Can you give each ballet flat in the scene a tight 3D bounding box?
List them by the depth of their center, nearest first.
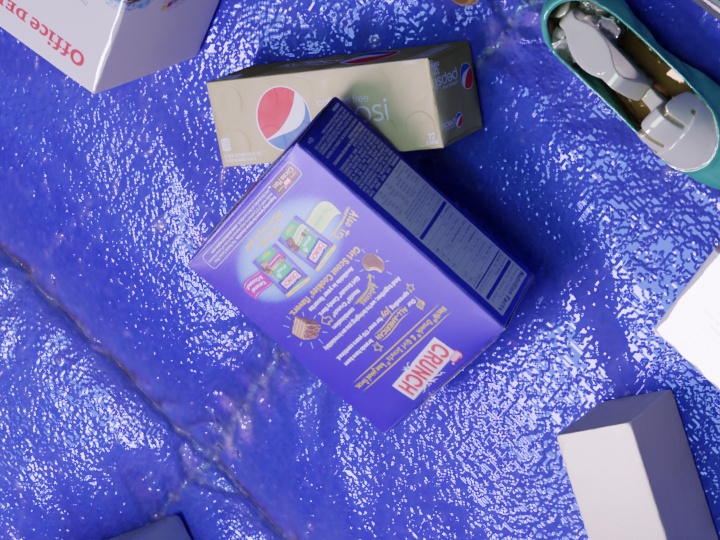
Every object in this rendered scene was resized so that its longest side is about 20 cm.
[{"bbox_3d":[0.193,-0.119,1.492,0.200,0.070,0.067,46,124,11],"label":"ballet flat"}]

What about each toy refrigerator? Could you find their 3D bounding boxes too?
[{"bbox_3d":[0.209,0.196,1.586,0.070,0.076,0.202,-14,99,35],"label":"toy refrigerator"}]

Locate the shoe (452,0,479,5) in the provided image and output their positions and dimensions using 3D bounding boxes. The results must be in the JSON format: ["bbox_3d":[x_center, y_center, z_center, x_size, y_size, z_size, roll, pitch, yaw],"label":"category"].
[{"bbox_3d":[0.040,-0.276,1.555,0.201,0.053,0.070,55,158,10],"label":"shoe"}]

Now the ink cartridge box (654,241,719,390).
[{"bbox_3d":[0.296,-0.024,1.413,0.084,0.145,0.201,42,123,14],"label":"ink cartridge box"}]

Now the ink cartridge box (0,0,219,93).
[{"bbox_3d":[-0.179,-0.263,1.634,0.147,0.144,0.201,37,122,17],"label":"ink cartridge box"}]

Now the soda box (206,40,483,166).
[{"bbox_3d":[-0.012,-0.122,1.627,0.199,0.064,0.068,-2,105,34],"label":"soda box"}]

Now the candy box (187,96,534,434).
[{"bbox_3d":[0.000,0.000,1.608,0.200,0.077,0.169,42,133,-5],"label":"candy box"}]

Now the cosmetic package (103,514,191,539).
[{"bbox_3d":[-0.230,0.330,1.835,0.164,0.200,0.166,-22,94,35],"label":"cosmetic package"}]

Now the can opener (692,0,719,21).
[{"bbox_3d":[0.230,-0.191,1.446,0.200,0.067,0.054,40,124,15],"label":"can opener"}]
